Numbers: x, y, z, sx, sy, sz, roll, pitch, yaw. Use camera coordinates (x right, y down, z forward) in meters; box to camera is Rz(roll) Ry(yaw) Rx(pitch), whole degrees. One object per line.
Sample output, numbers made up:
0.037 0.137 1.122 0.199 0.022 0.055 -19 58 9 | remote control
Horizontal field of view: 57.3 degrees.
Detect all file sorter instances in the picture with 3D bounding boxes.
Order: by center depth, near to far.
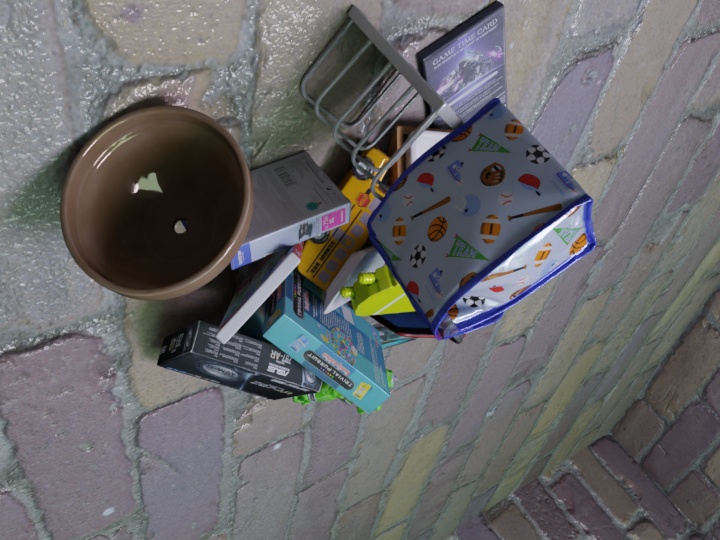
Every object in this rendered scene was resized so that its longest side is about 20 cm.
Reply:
0.035 -0.181 0.787 0.124 0.202 0.138 -43 147 15 | file sorter

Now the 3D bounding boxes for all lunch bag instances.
0.119 -0.045 0.698 0.198 0.171 0.124 -36 144 3 | lunch bag

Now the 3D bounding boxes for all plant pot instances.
-0.205 -0.062 0.703 0.199 0.203 0.093 -34 166 -7 | plant pot

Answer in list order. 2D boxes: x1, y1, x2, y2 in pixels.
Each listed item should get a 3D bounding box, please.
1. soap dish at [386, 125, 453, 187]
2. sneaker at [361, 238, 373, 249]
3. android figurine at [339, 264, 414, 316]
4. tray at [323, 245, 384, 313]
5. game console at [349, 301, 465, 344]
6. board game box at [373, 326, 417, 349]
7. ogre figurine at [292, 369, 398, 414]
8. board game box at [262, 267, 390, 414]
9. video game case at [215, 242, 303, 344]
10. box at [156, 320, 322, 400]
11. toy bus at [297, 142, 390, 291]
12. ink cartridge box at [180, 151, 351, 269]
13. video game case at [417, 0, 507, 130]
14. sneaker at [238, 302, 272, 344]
0.111 -0.100 0.964 0.154 0.081 0.206 -2 92 -28 | soap dish
-0.015 -0.043 1.021 0.200 0.076 0.081 -44 160 10 | sneaker
0.065 0.020 0.901 0.196 0.042 0.182 -2 157 -34 | android figurine
0.000 0.000 0.969 0.108 0.022 0.200 -54 171 16 | tray
0.099 0.037 1.119 0.118 0.199 0.174 41 83 -33 | game console
-0.011 0.133 1.161 0.133 0.029 0.198 -1 163 -42 | board game box
-0.016 0.197 1.146 0.118 0.101 0.199 -5 160 35 | ogre figurine
-0.048 0.090 0.934 0.047 0.152 0.199 -42 115 18 | board game box
-0.127 0.008 0.880 0.017 0.200 0.143 41 99 -12 | video game case
-0.171 0.133 0.939 0.197 0.045 0.159 23 155 -28 | box
-0.018 -0.077 0.930 0.077 0.065 0.202 34 102 -11 | toy bus
-0.124 -0.074 0.819 0.196 0.120 0.043 -22 142 -25 | ink cartridge box
0.156 -0.270 0.966 0.141 0.019 0.201 -35 145 -9 | video game case
-0.119 0.072 1.010 0.129 0.081 0.200 -30 170 -21 | sneaker
